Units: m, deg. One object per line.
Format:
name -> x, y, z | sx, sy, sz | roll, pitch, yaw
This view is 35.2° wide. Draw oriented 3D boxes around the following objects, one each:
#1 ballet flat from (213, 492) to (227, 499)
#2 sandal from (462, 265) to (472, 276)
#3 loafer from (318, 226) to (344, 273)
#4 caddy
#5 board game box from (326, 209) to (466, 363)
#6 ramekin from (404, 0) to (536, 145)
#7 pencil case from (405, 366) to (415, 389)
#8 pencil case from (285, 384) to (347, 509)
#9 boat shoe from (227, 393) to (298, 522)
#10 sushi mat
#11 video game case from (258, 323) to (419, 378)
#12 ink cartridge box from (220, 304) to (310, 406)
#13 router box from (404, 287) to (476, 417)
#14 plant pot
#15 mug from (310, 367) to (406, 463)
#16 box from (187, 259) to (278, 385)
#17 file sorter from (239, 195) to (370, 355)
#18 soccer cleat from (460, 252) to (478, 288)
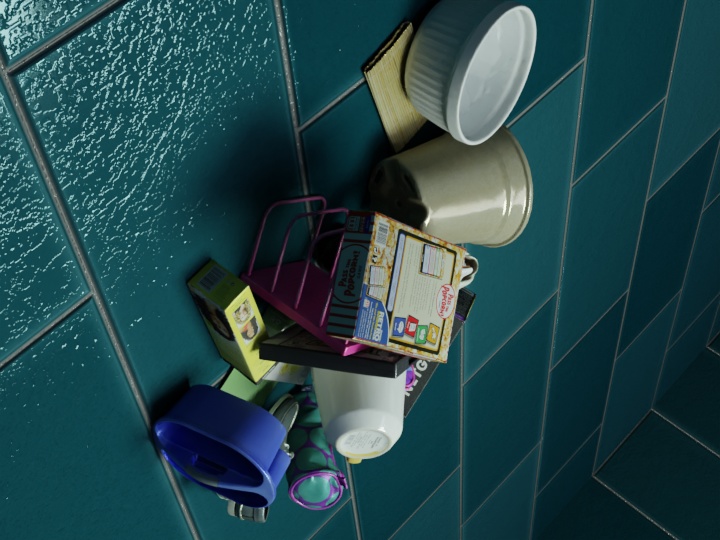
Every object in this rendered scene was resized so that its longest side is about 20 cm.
ballet flat -> -0.205, 0.310, 1.713 | 0.067, 0.071, 0.201 | -33, 148, -11
sandal -> 0.055, -0.016, 1.567 | 0.079, 0.205, 0.060 | -2, 91, -58
loafer -> 0.000, 0.000, 1.695 | 0.073, 0.071, 0.200 | -51, 152, -6
caddy -> -0.191, 0.248, 1.547 | 0.105, 0.198, 0.142 | -52, 151, -38
board game box -> 0.049, 0.024, 1.399 | 0.199, 0.046, 0.153 | 19, 79, -50
ramekin -> 0.148, -0.285, 1.561 | 0.200, 0.104, 0.201 | -42, 148, -34
pencil case -> 0.010, 0.199, 1.846 | 0.088, 0.089, 0.200 | -26, 166, -42
pencil case -> -0.074, 0.274, 1.752 | 0.091, 0.201, 0.086 | -14, 125, 2
boat shoe -> -0.130, 0.282, 1.695 | 0.073, 0.061, 0.201 | 72, 40, -60
sushi mat -> 0.057, -0.250, 1.574 | 0.096, 0.012, 0.200 | -50, 153, -13
video game case -> -0.011, 0.098, 1.543 | 0.180, 0.198, 0.026 | -27, 121, -64
ink cartridge box -> -0.134, 0.152, 1.681 | 0.201, 0.048, 0.145 | -60, 153, 5
router box -> 0.118, 0.131, 1.907 | 0.201, 0.051, 0.149 | -61, 176, 21
plant pot -> 0.118, -0.114, 1.659 | 0.182, 0.200, 0.202 | -16, 135, -34
mug -> 0.008, 0.198, 1.669 | 0.148, 0.154, 0.187 | -20, 137, 17
box -> -0.167, 0.073, 1.513 | 0.050, 0.075, 0.201 | -46, 150, -20
file sorter -> -0.033, -0.002, 1.507 | 0.138, 0.199, 0.127 | -13, 128, -50
soccer cleat -> 0.144, -0.002, 1.702 | 0.077, 0.070, 0.200 | -19, -176, 17
